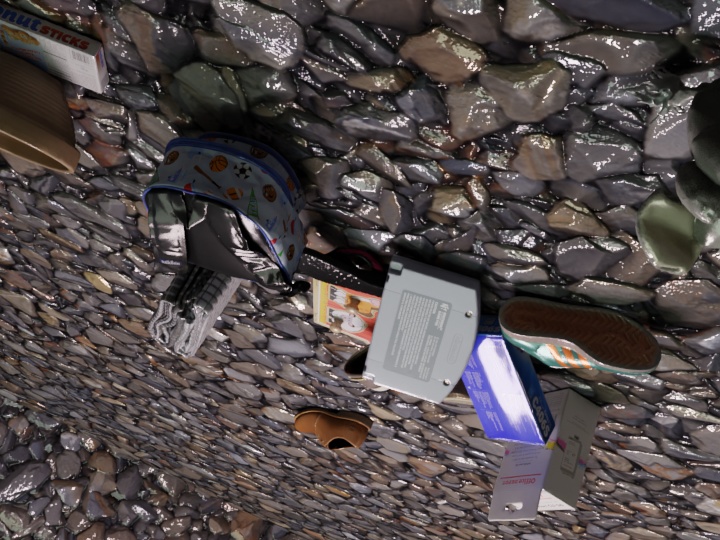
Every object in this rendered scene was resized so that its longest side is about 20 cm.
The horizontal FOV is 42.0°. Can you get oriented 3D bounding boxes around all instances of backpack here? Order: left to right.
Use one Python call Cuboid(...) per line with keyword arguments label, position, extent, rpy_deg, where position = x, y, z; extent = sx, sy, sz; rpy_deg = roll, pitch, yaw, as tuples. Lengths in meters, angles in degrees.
Cuboid(label="backpack", position=(-0.155, -0.073, 1.097), extent=(0.199, 0.154, 0.191), rpy_deg=(9, 159, 13))

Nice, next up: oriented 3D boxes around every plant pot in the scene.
Cuboid(label="plant pot", position=(-0.416, -0.197, 1.108), extent=(0.200, 0.093, 0.201), rpy_deg=(22, 172, 3))

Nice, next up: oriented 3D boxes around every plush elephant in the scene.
Cuboid(label="plush elephant", position=(0.307, -0.066, 0.740), extent=(0.200, 0.165, 0.155), rpy_deg=(36, 157, 50))

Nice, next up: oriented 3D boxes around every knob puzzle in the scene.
Cuboid(label="knob puzzle", position=(0.022, 0.078, 1.375), extent=(0.219, 0.031, 0.220), rpy_deg=(18, 153, 9))

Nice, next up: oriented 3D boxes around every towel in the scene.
Cuboid(label="towel", position=(-0.221, 0.017, 1.304), extent=(0.085, 0.166, 0.200), rpy_deg=(31, 153, -3))

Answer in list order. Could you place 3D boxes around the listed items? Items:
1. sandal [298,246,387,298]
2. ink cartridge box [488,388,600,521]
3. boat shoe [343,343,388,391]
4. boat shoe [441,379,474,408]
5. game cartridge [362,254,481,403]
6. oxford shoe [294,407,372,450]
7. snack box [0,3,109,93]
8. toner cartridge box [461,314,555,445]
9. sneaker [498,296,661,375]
Cuboid(label="sandal", position=(0.000, 0.000, 1.244), extent=(0.200, 0.045, 0.075), rpy_deg=(19, 163, -27))
Cuboid(label="ink cartridge box", position=(0.267, 0.282, 1.368), extent=(0.067, 0.200, 0.116), rpy_deg=(32, 153, -18))
Cuboid(label="boat shoe", position=(0.046, 0.123, 1.338), extent=(0.059, 0.072, 0.200), rpy_deg=(19, 153, -24))
Cuboid(label="boat shoe", position=(0.134, 0.174, 1.417), extent=(0.199, 0.072, 0.065), rpy_deg=(7, 149, 12))
Cuboid(label="game cartridge", position=(0.084, 0.081, 1.225), extent=(0.133, 0.040, 0.200), rpy_deg=(19, 125, 8))
Cuboid(label="oxford shoe", position=(-0.068, 0.316, 1.849), extent=(0.200, 0.071, 0.071), rpy_deg=(-5, 144, 46))
Cuboid(label="snack box", position=(-0.383, -0.264, 1.062), extent=(0.200, 0.024, 0.072), rpy_deg=(22, 156, 2))
Cuboid(label="toner cartridge box", position=(0.192, 0.150, 1.291), extent=(0.095, 0.043, 0.200), rpy_deg=(0, 127, 37))
Cuboid(label="sneaker", position=(0.270, 0.087, 1.158), extent=(0.200, 0.072, 0.080), rpy_deg=(17, 158, 23))
